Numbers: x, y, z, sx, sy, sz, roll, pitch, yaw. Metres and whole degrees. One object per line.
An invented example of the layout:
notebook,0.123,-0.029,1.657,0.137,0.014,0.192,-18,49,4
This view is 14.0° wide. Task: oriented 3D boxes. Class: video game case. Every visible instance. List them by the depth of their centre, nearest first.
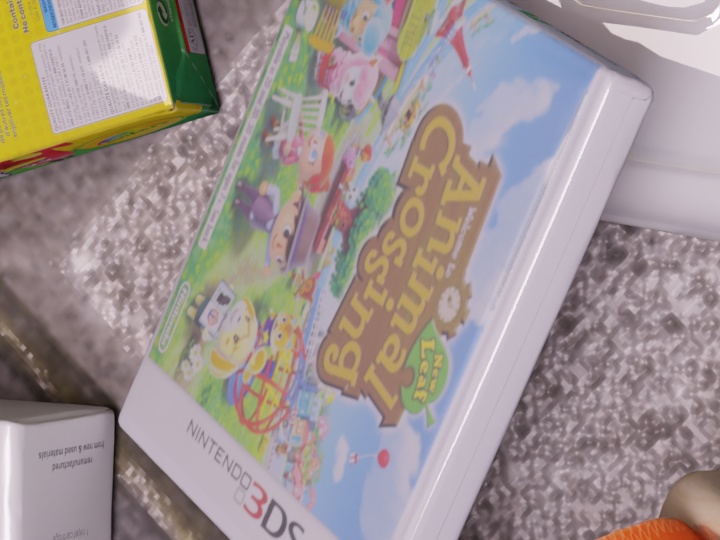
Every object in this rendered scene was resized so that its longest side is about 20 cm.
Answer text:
video game case,0.000,0.000,0.949,0.182,0.022,0.201,38,108,53

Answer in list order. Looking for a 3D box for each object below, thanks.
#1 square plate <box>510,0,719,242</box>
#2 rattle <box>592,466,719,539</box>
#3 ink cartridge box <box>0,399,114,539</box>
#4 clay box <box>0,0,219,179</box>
square plate,0.097,-0.112,0.967,0.199,0.028,0.199,10,95,19
rattle,0.156,0.057,0.856,0.143,0.199,0.130,-49,47,20
ink cartridge box,-0.169,0.146,1.036,0.144,0.083,0.201,3,92,20
clay box,-0.159,-0.085,1.046,0.199,0.048,0.116,-15,86,20
